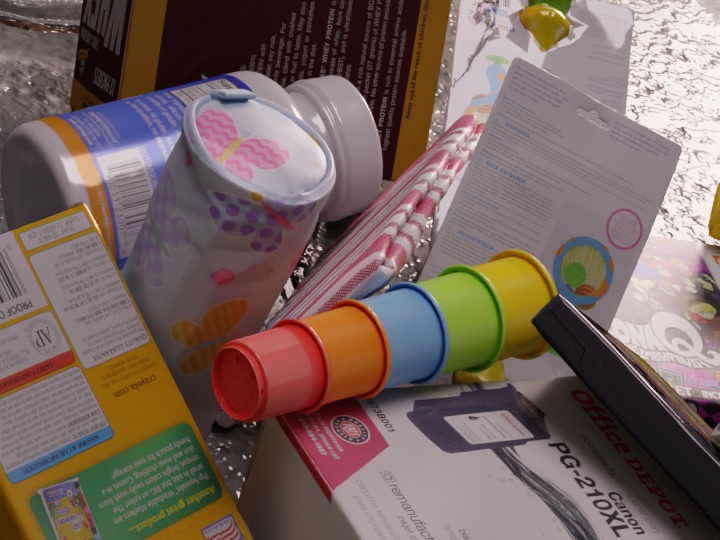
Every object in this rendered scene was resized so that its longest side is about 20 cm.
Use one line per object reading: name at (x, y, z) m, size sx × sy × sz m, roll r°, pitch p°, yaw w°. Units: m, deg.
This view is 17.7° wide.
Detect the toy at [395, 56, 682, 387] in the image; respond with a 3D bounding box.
toy at (0.089, -0.003, 1.297) m, size 0.115 × 0.201 × 0.047 m, roll 27°, pitch -13°, yaw -17°

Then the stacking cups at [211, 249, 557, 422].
stacking cups at (0.012, 0.039, 1.165) m, size 0.199 × 0.061 × 0.060 m, roll -17°, pitch 46°, yaw -39°

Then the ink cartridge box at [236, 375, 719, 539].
ink cartridge box at (0.060, 0.130, 1.166) m, size 0.199 × 0.085 × 0.145 m, roll -2°, pitch 36°, yaw -30°

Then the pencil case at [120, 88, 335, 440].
pencil case at (-0.085, 0.005, 1.180) m, size 0.083 × 0.200 × 0.091 m, roll 7°, pitch 40°, yaw -29°

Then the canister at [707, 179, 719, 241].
canister at (0.335, -0.027, 1.521) m, size 0.199 × 0.087 × 0.149 m, roll 25°, pitch 20°, yaw 4°

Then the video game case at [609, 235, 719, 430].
video game case at (0.159, 0.034, 1.410) m, size 0.199 × 0.036 × 0.182 m, roll 8°, pitch 32°, yaw -16°

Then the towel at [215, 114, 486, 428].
towel at (0.000, 0.000, 1.286) m, size 0.030 × 0.146 × 0.200 m, roll 42°, pitch 33°, yaw -5°

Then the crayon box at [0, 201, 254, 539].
crayon box at (-0.144, 0.080, 1.109) m, size 0.125 × 0.051 × 0.201 m, roll -24°, pitch 85°, yaw -48°

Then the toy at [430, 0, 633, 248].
toy at (0.104, -0.083, 1.436) m, size 0.114 × 0.047 × 0.201 m, roll 13°, pitch 66°, yaw -10°

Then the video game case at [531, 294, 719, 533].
video game case at (0.182, 0.105, 1.203) m, size 0.200 × 0.026 × 0.181 m, roll 48°, pitch 7°, yaw 22°

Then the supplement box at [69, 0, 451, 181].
supplement box at (-0.059, -0.172, 1.428) m, size 0.199 × 0.199 × 0.133 m, roll 5°, pitch 12°, yaw -20°

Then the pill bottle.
pill bottle at (-0.092, -0.050, 1.308) m, size 0.199 × 0.113 × 0.112 m, roll -16°, pitch 45°, yaw -28°

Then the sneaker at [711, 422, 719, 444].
sneaker at (0.257, 0.101, 1.238) m, size 0.115 × 0.081 × 0.199 m, roll 45°, pitch 4°, yaw 13°
